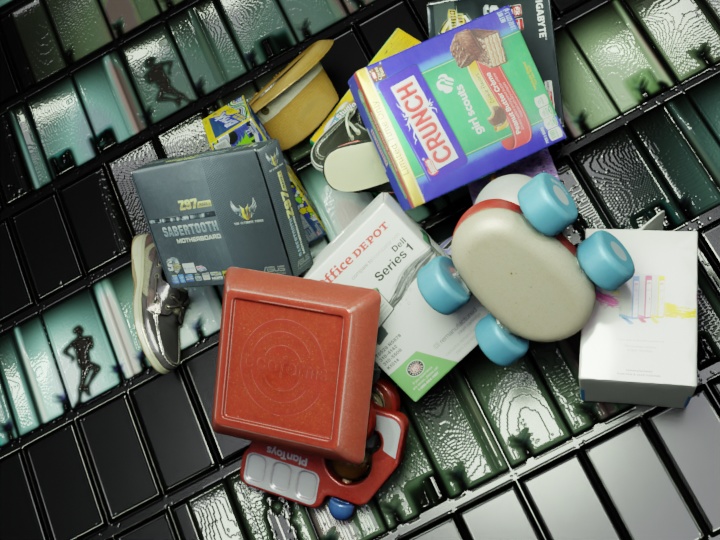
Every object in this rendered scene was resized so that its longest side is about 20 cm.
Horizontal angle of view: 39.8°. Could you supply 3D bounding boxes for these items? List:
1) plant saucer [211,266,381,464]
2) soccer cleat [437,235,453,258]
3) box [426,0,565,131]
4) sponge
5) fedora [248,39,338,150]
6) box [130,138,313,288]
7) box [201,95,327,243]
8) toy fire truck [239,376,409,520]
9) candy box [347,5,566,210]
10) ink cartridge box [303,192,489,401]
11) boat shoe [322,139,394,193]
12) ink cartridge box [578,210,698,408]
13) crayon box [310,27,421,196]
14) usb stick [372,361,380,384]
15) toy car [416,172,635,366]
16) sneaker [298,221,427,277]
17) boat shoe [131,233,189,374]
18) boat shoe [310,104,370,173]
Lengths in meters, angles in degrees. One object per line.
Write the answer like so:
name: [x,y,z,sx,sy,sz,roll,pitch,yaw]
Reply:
plant saucer: [-0.083,0.109,1.131,0.198,0.037,0.202,9,96,21]
soccer cleat: [0.141,-0.027,1.249,0.198,0.068,0.074,-14,51,11]
box: [0.170,-0.253,1.254,0.157,0.046,0.202,-6,74,12]
sponge: [0.183,-0.141,1.257,0.111,0.030,0.201,-16,53,7]
fedora: [-0.093,-0.221,1.332,0.201,0.201,0.082,-44,104,-2]
box: [-0.167,-0.064,1.187,0.198,0.051,0.159,-4,110,31]
box: [-0.120,-0.118,1.262,0.064,0.201,0.070,-30,38,3]
toy fire truck: [-0.043,0.208,1.204,0.198,0.112,0.170,15,101,19]
candy box: [0.109,-0.186,1.148,0.199,0.077,0.170,-25,92,-6]
ink cartridge box: [0.046,0.029,1.182,0.200,0.084,0.146,44,101,-7]
boat shoe: [0.053,-0.132,1.213,0.199,0.063,0.074,-5,100,-3]
ink cartridge box: [0.318,0.043,1.140,0.124,0.129,0.202,2,72,14]
crayon box: [0.041,-0.210,1.329,0.118,0.058,0.201,35,84,22]
usb stick: [-0.057,0.089,1.200,0.199,0.055,0.033,28,123,40]
toy car: [0.185,-0.035,1.111,0.177,0.201,0.184,41,122,-15]
sneaker: [0.000,0.000,1.268,0.199,0.074,0.081,-26,87,-5]
boat shoe: [-0.261,0.036,1.323,0.064,0.072,0.202,-18,63,13]
boat shoe: [0.011,-0.187,1.245,0.199,0.064,0.071,-28,67,24]
